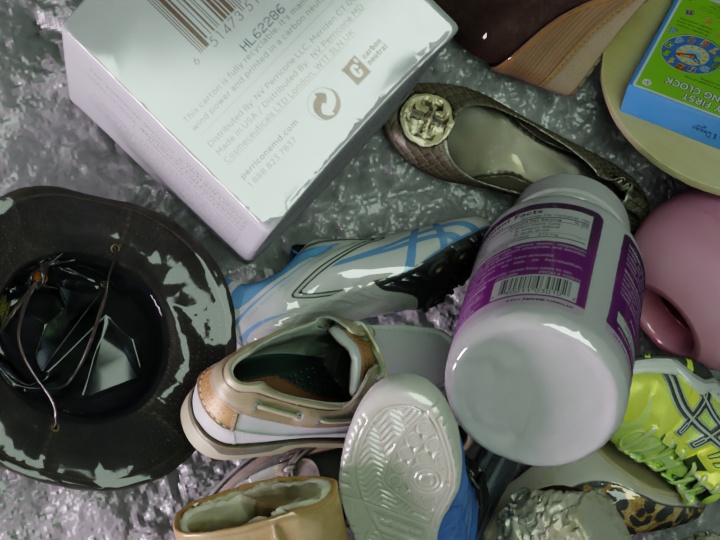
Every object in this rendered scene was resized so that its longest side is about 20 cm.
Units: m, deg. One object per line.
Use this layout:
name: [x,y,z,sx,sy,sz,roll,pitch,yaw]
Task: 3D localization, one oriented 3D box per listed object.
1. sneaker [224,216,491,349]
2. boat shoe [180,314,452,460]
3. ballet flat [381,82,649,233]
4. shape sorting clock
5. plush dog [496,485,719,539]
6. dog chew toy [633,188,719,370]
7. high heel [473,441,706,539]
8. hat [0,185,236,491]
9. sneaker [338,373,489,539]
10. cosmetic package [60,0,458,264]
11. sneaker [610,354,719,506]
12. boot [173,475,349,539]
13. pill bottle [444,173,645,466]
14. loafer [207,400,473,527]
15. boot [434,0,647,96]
sneaker: [0.000,0.000,1.244,0.199,0.072,0.073,-21,62,-21]
boat shoe: [-0.012,0.068,1.180,0.199,0.068,0.075,-14,65,-34]
ballet flat: [0.108,-0.074,1.279,0.199,0.046,0.068,25,83,-12]
shape sorting clock: [0.261,-0.125,1.279,0.198,0.039,0.201,3,50,-3]
plush dog: [0.148,0.246,1.223,0.199,0.172,0.162,18,57,-24]
dog chew toy: [0.274,-0.023,1.286,0.200,0.124,0.125,-38,98,-19]
high heel: [0.133,0.182,1.290,0.199,0.072,0.143,16,114,-30]
hat: [-0.181,0.047,1.183,0.199,0.081,0.202,5,77,-25]
sneaker: [0.034,0.127,1.155,0.076,0.112,0.201,-4,121,10]
cosmetic package: [-0.066,-0.126,1.149,0.166,0.200,0.167,43,82,-1]
sneaker: [0.218,0.111,1.259,0.199,0.075,0.077,16,58,-28]
boot: [0.000,0.212,1.108,0.174,0.066,0.201,-16,111,-3]
pill bottle: [0.121,0.023,1.191,0.111,0.200,0.113,6,122,10]
loafer: [-0.017,0.136,1.236,0.199,0.063,0.072,-26,96,-13]
boot: [0.121,-0.229,1.247,0.166,0.072,0.201,32,106,-10]
